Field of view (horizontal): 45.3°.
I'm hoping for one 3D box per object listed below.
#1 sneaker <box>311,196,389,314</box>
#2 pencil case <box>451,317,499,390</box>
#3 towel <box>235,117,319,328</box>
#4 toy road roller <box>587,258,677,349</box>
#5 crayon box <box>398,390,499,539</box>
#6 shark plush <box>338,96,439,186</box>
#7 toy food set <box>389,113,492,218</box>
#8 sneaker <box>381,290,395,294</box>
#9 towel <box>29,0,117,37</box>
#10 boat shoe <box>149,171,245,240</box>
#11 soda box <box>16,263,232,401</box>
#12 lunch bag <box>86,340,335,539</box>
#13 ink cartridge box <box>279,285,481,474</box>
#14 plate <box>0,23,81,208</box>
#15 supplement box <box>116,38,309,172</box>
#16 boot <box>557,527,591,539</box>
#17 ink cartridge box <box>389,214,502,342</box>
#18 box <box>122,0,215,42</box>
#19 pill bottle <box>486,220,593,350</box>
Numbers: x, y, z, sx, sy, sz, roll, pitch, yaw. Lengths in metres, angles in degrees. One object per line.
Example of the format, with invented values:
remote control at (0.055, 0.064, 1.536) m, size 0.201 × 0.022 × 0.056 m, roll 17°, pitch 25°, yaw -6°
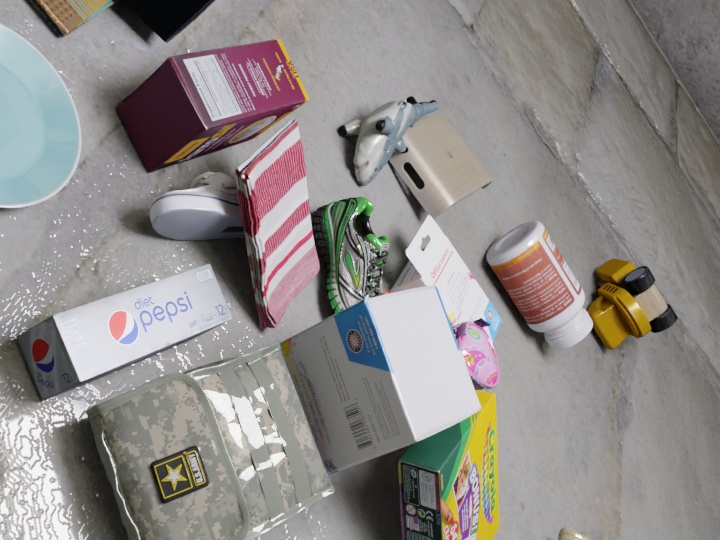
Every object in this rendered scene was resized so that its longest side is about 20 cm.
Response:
sneaker at (0.000, 0.000, 1.103) m, size 0.078 × 0.084 × 0.204 m, roll 7°, pitch 65°, yaw -62°
pencil case at (0.070, 0.127, 1.027) m, size 0.087 × 0.198 × 0.089 m, roll 31°, pitch 44°, yaw -36°
towel at (-0.090, -0.053, 0.998) m, size 0.145 × 0.022 × 0.204 m, roll -55°, pitch 146°, yaw -51°
toy road roller at (0.509, 0.071, 1.699) m, size 0.124 × 0.145 × 0.200 m, roll 56°, pitch 0°, yaw -10°
crayon box at (0.112, 0.273, 1.039) m, size 0.172 × 0.057 × 0.204 m, roll -36°, pitch 128°, yaw -52°
shark plush at (0.045, -0.207, 1.296) m, size 0.200 × 0.089 × 0.085 m, roll -48°, pitch 123°, yaw -47°
toy food set at (0.125, -0.170, 1.401) m, size 0.145 × 0.060 × 0.199 m, roll 53°, pitch 35°, yaw 4°
sneaker at (0.059, 0.117, 1.143) m, size 0.072 × 0.078 × 0.203 m, roll 1°, pitch 52°, yaw -30°
towel at (-0.327, -0.362, 0.972) m, size 0.147 × 0.021 × 0.201 m, roll 50°, pitch 40°, yaw -19°
boat shoe at (-0.166, -0.076, 0.972) m, size 0.199 × 0.073 × 0.067 m, roll 2°, pitch 64°, yaw -62°
soda box at (-0.218, 0.054, 0.823) m, size 0.199 × 0.068 × 0.065 m, roll -23°, pitch 88°, yaw -53°
lunch bag at (-0.143, 0.176, 0.808) m, size 0.198 × 0.117 × 0.167 m, roll -16°, pitch 82°, yaw -47°
ink cartridge box at (-0.003, 0.126, 0.938) m, size 0.144 × 0.198 × 0.150 m, roll -9°, pitch 76°, yaw -54°
plate at (-0.355, -0.149, 0.808) m, size 0.199 × 0.025 × 0.204 m, roll 29°, pitch 50°, yaw -40°
supplement box at (-0.165, -0.195, 0.998) m, size 0.199 × 0.109 × 0.087 m, roll -32°, pitch 95°, yaw -53°
boot at (0.338, 0.491, 1.254) m, size 0.200 × 0.072 × 0.156 m, roll 46°, pitch 43°, yaw -15°
ink cartridge box at (0.114, 0.037, 1.245) m, size 0.202 × 0.067 × 0.115 m, roll 55°, pitch 37°, yaw -14°
box at (-0.232, -0.417, 0.998) m, size 0.200 × 0.123 × 0.199 m, roll 42°, pitch 44°, yaw -27°
pill bottle at (0.306, 0.028, 1.453) m, size 0.202 × 0.111 × 0.112 m, roll 56°, pitch 37°, yaw -12°
